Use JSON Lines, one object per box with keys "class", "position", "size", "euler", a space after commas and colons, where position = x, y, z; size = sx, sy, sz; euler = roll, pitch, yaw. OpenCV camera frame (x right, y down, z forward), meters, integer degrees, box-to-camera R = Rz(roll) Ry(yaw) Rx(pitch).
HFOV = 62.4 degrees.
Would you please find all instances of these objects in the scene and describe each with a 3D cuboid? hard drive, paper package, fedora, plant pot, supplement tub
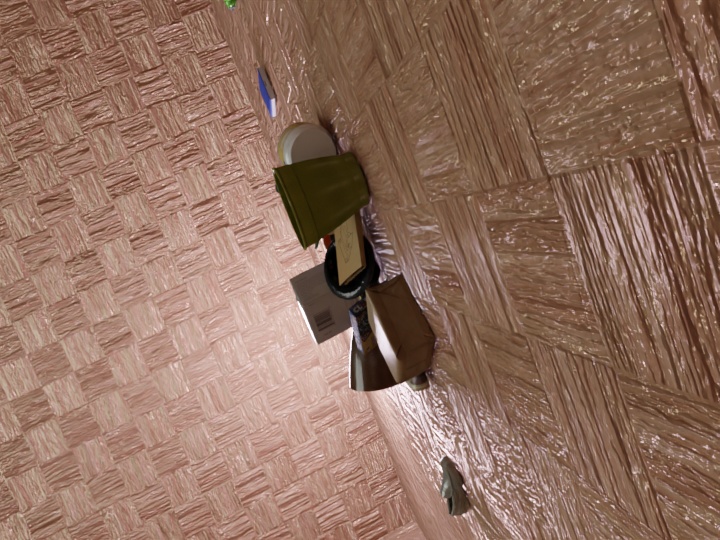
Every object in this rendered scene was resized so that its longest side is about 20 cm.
{"class": "hard drive", "position": [-0.379, -0.719, 2.406], "size": [0.200, 0.025, 0.136], "euler": [146, 101, -81]}
{"class": "paper package", "position": [0.091, 0.141, 1.420], "size": [0.201, 0.101, 0.194], "euler": [83, 162, -64]}
{"class": "fedora", "position": [-0.011, -0.012, 1.633], "size": [0.090, 0.201, 0.204], "euler": [9, -138, -45]}
{"class": "plant pot", "position": [0.039, 0.250, 1.865], "size": [0.187, 0.180, 0.207], "euler": [-163, 62, -79]}
{"class": "supplement tub", "position": [-0.142, -0.316, 1.580], "size": [0.200, 0.142, 0.149], "euler": [-134, 22, -69]}
{"class": "plant pot", "position": [-0.085, -0.181, 1.403], "size": [0.200, 0.188, 0.206], "euler": [157, 90, -81]}

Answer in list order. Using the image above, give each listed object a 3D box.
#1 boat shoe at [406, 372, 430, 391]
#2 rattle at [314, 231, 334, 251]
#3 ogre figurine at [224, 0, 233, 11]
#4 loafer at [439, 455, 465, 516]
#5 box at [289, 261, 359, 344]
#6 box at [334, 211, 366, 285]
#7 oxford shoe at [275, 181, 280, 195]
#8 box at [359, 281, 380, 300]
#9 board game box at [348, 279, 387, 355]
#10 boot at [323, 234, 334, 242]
{"class": "boat shoe", "position": [0.131, 0.248, 1.575], "size": [0.200, 0.069, 0.067], "euler": [-126, 27, -68]}
{"class": "rattle", "position": [-0.110, -0.176, 1.746], "size": [0.143, 0.127, 0.204], "euler": [49, 153, 35]}
{"class": "ogre figurine", "position": [-0.492, -1.031, 2.145], "size": [0.202, 0.095, 0.123], "euler": [107, 152, -60]}
{"class": "loafer", "position": [0.258, 0.622, 1.698], "size": [0.070, 0.068, 0.205], "euler": [-135, 24, -68]}
{"class": "box", "position": [-0.097, 0.090, 1.878], "size": [0.132, 0.195, 0.202], "euler": [55, 167, 43]}
{"class": "box", "position": [-0.031, -0.083, 1.539], "size": [0.163, 0.021, 0.207], "euler": [139, 128, -63]}
{"class": "oxford shoe", "position": [-0.129, -0.202, 1.597], "size": [0.197, 0.074, 0.084], "euler": [32, -162, 17]}
{"class": "box", "position": [0.000, 0.000, 1.740], "size": [0.050, 0.073, 0.205], "euler": [90, 155, -75]}
{"class": "board game box", "position": [0.039, 0.129, 1.596], "size": [0.035, 0.134, 0.203], "euler": [42, 159, 31]}
{"class": "boot", "position": [-0.093, -0.147, 1.883], "size": [0.152, 0.071, 0.205], "euler": [79, 180, -60]}
